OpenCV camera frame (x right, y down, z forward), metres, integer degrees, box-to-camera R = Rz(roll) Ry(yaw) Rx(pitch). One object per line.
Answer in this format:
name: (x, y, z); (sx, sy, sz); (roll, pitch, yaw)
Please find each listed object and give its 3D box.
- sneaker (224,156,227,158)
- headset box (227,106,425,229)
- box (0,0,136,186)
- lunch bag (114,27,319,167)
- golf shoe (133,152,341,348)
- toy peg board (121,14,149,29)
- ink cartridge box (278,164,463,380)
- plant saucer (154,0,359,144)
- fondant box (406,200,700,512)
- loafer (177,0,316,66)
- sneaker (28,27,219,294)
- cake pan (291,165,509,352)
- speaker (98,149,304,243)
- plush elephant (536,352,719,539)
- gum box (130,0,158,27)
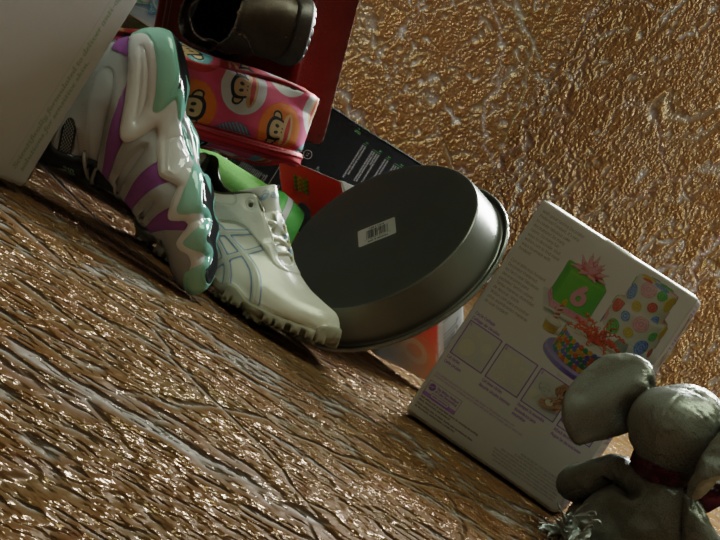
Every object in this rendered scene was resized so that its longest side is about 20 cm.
sneaker: (-0.222, -0.153, 1.898); (0.200, 0.099, 0.071); (30, 6, -11)
headset box: (-0.040, -0.069, 1.730); (0.200, 0.174, 0.093); (31, 4, -5)
box: (-0.290, -0.199, 1.201); (0.171, 0.199, 0.200); (35, 5, 29)
lunch bag: (-0.133, -0.142, 1.440); (0.176, 0.082, 0.200); (12, 5, -41)
golf shoe: (-0.083, -0.019, 1.365); (0.200, 0.097, 0.078); (35, 3, 20)
toy peg board: (-0.267, -0.297, 1.471); (0.199, 0.098, 0.200); (34, 4, 12)
ink cartridge box: (0.000, 0.000, 1.582); (0.200, 0.050, 0.162); (22, -40, 25)
plant saucer: (-0.099, -0.228, 1.500); (0.200, 0.200, 0.037); (34, 42, 21)
fondant box: (0.152, 0.068, 1.375); (0.144, 0.200, 0.058); (34, 4, 16)
loafer: (-0.105, -0.209, 1.398); (0.071, 0.073, 0.200); (15, 0, -29)
sneaker: (-0.184, -0.070, 1.292); (0.140, 0.200, 0.078); (-12, -9, 2)
cake pan: (0.022, -0.017, 1.425); (0.200, 0.200, 0.037); (38, -18, 55)
speaker: (-0.153, -0.073, 1.566); (0.200, 0.088, 0.088); (32, 4, -10)
plush elephant: (0.217, 0.146, 1.237); (0.165, 0.155, 0.200); (35, 4, 37)
gum box: (-0.209, -0.198, 1.805); (0.170, 0.200, 0.045); (33, 4, 4)
